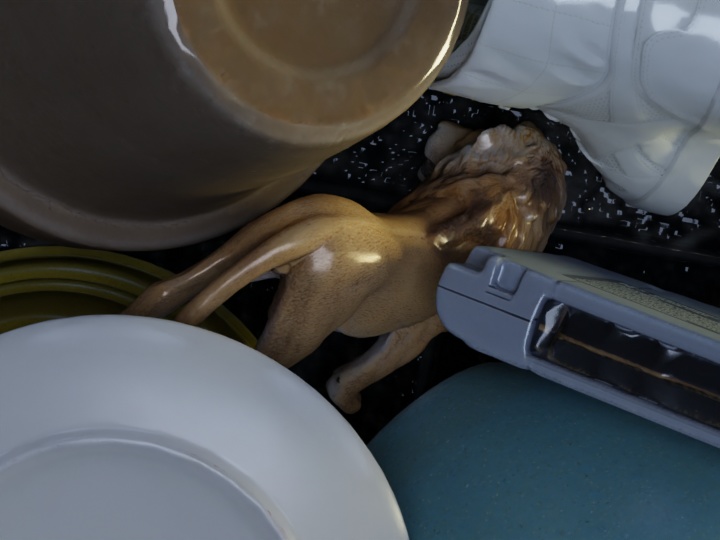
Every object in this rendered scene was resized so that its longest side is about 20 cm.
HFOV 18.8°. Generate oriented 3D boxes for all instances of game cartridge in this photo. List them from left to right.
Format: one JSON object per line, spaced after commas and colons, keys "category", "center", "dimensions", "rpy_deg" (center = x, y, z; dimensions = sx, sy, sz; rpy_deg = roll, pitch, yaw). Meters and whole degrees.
{"category": "game cartridge", "center": [0.137, 0.040, 0.758], "dimensions": [0.199, 0.133, 0.042], "rpy_deg": [22, 93, 25]}

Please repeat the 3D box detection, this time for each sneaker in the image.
{"category": "sneaker", "center": [0.078, -0.076, 0.768], "dimensions": [0.115, 0.200, 0.074], "rpy_deg": [14, 78, 1]}

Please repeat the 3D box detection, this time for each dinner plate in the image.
{"category": "dinner plate", "center": [-0.081, 0.113, 0.719], "dimensions": [0.199, 0.024, 0.201], "rpy_deg": [1, 107, 3]}

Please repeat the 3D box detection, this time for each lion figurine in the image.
{"category": "lion figurine", "center": [0.000, 0.000, 0.779], "dimensions": [0.122, 0.200, 0.073], "rpy_deg": [-41, 81, 24]}

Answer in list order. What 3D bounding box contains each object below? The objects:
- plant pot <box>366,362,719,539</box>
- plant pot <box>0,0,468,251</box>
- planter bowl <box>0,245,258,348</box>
{"category": "plant pot", "center": [0.063, 0.113, 0.809], "dimensions": [0.200, 0.200, 0.135], "rpy_deg": [-44, 68, 3]}
{"category": "plant pot", "center": [-0.051, -0.099, 0.721], "dimensions": [0.199, 0.174, 0.201], "rpy_deg": [-3, 97, -29]}
{"category": "planter bowl", "center": [-0.113, 0.076, 0.782], "dimensions": [0.199, 0.083, 0.201], "rpy_deg": [1, 74, -4]}
